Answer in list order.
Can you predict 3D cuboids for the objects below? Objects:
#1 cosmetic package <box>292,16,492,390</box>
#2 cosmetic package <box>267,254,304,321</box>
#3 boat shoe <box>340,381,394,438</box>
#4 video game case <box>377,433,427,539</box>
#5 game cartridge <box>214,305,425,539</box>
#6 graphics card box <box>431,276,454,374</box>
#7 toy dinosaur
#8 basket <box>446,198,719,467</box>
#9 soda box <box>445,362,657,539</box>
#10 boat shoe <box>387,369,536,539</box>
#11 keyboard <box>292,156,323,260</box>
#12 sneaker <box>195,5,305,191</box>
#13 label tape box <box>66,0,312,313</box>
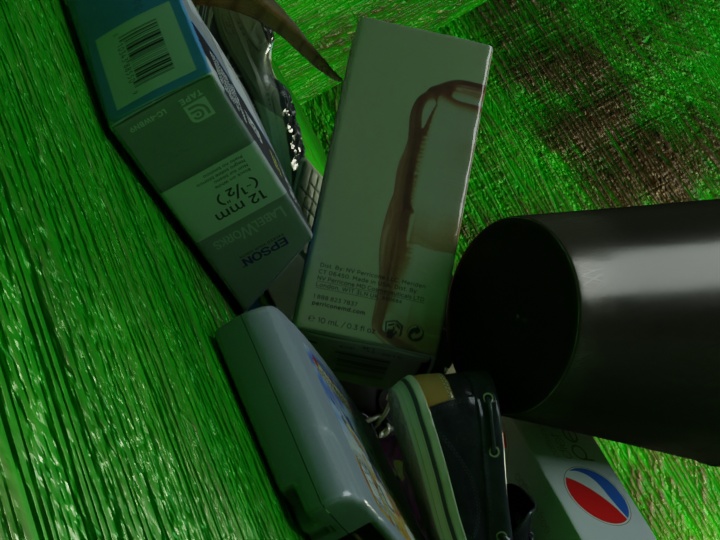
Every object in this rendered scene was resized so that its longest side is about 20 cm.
[{"bbox_3d":[0.017,-0.037,0.916,0.103,0.087,0.201,105,-4,-73],"label":"cosmetic package"},{"bbox_3d":[-0.054,-0.026,1.104,0.200,0.052,0.151,62,1,1],"label":"cosmetic package"},{"bbox_3d":[0.017,0.094,1.014,0.063,0.073,0.200,60,-4,41],"label":"boat shoe"},{"bbox_3d":[0.089,0.180,0.985,0.200,0.036,0.182,-6,63,-59],"label":"video game case"},{"bbox_3d":[-0.012,0.102,0.790,0.200,0.041,0.133,57,9,-57],"label":"game cartridge"},{"bbox_3d":[0.045,0.051,1.182,0.200,0.051,0.126,37,-35,43],"label":"graphics card box"},{"bbox_3d":[-0.098,-0.183,0.919,0.060,0.199,0.106,133,-25,-61],"label":"toy dinosaur"},{"bbox_3d":[0.161,0.033,0.900,0.200,0.181,0.136,4,21,-36],"label":"basket"},{"bbox_3d":[0.110,0.136,0.912,0.064,0.068,0.200,10,35,-33],"label":"soda box"},{"bbox_3d":[0.070,0.146,0.837,0.075,0.062,0.201,-149,-138,-74],"label":"boat shoe"},{"bbox_3d":[0.000,0.000,1.021,0.200,0.011,0.056,49,51,-50],"label":"keyboard"},{"bbox_3d":[-0.089,-0.107,0.995,0.078,0.086,0.201,-43,119,-84],"label":"sneaker"},{"bbox_3d":[-0.085,-0.071,0.862,0.200,0.066,0.143,56,5,-45],"label":"label tape box"}]
